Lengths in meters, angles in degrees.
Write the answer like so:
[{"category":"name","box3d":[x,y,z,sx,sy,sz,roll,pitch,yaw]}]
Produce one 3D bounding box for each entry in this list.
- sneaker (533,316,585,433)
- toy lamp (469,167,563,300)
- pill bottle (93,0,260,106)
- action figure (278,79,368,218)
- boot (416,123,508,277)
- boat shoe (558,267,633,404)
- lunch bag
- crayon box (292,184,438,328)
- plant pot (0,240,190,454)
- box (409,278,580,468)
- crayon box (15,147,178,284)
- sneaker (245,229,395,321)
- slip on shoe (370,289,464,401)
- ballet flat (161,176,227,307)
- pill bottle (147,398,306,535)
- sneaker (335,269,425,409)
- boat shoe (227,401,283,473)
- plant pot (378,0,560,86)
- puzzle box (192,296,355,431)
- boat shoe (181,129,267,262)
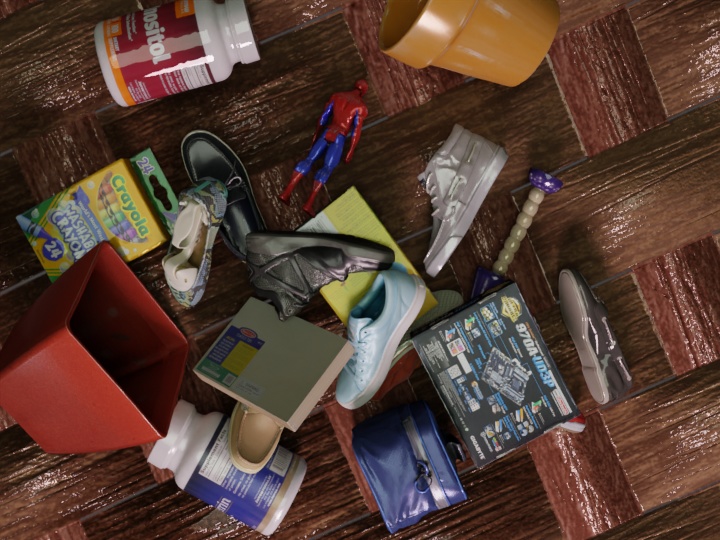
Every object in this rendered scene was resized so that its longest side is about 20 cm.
[{"category":"sneaker","box3d":[0.248,0.133,1.376,0.199,0.071,0.113,33,97,-2]},{"category":"toy lamp","box3d":[0.210,-0.041,1.367,0.058,0.058,0.202,27,92,-4]},{"category":"pill bottle","box3d":[-0.238,-0.294,1.302,0.197,0.113,0.115,-15,96,0]},{"category":"action figure","box3d":[-0.041,-0.171,1.341,0.065,0.052,0.202,25,82,20]},{"category":"boot","box3d":[0.115,-0.098,1.357,0.095,0.074,0.202,30,86,2]},{"category":"boat shoe","box3d":[0.327,0.085,1.381,0.056,0.067,0.202,-21,101,-15]},{"category":"lunch bag","box3d":[0.071,0.251,1.319,0.131,0.200,0.137,-24,90,-2]},{"category":"crayon box","box3d":[0.000,0.000,1.367,0.126,0.051,0.201,-36,95,3]},{"category":"plant pot","box3d":[-0.361,0.121,1.287,0.175,0.201,0.201,-26,118,16]},{"category":"box","box3d":[0.177,0.137,1.319,0.158,0.046,0.202,-28,95,2]},{"category":"crayon box","box3d":[-0.348,-0.066,1.353,0.198,0.052,0.127,-29,96,1]},{"category":"sneaker","box3d":[-0.054,0.008,1.306,0.196,0.076,0.116,2,99,1]},{"category":"slip on shoe","box3d":[0.067,0.103,1.378,0.200,0.074,0.061,-44,130,-3]},{"category":"ballet flat","box3d":[-0.232,-0.031,1.318,0.073,0.074,0.202,16,118,-3]},{"category":"pill bottle","box3d":[-0.183,0.265,1.356,0.198,0.116,0.117,30,94,-3]},{"category":"sneaker","box3d":[0.004,0.084,1.298,0.081,0.074,0.202,21,100,-36]},{"category":"boat shoe","box3d":[-0.122,0.169,1.324,0.073,0.066,0.202,23,59,-11]},{"category":"plant pot","box3d":[0.149,-0.334,1.279,0.181,0.200,0.202,23,95,-18]},{"category":"puzzle box","box3d":[-0.116,0.117,1.301,0.134,0.199,0.026,-52,136,-19]},{"category":"boat shoe","box3d":[-0.181,-0.100,1.348,0.074,0.062,0.202,-26,94,3]}]
